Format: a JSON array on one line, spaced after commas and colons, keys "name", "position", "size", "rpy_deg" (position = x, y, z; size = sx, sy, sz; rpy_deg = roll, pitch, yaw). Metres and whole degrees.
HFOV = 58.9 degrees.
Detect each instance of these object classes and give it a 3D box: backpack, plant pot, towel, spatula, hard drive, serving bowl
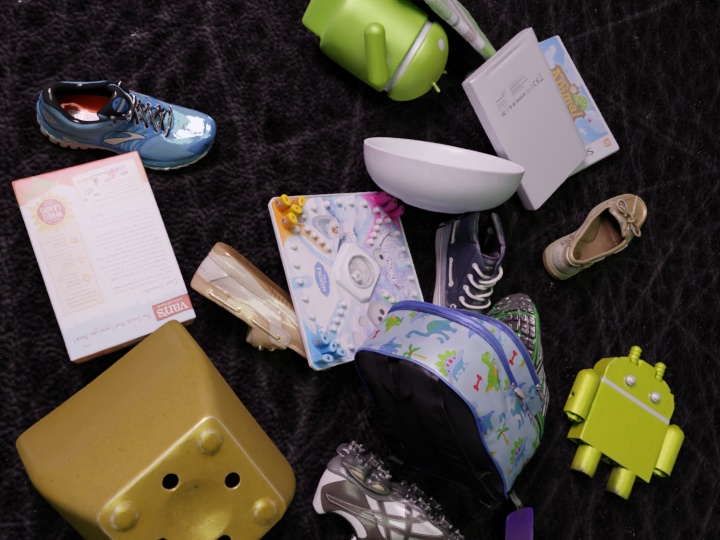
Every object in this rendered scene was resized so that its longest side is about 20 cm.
[{"name": "backpack", "position": [0.095, 0.125, 0.698], "size": [0.147, 0.182, 0.201], "rpy_deg": [-48, 127, -30]}, {"name": "plant pot", "position": [-0.172, 0.188, 0.592], "size": [0.195, 0.200, 0.195], "rpy_deg": [-40, 110, -21]}, {"name": "towel", "position": [0.096, -0.357, 0.843], "size": [0.199, 0.031, 0.150], "rpy_deg": [27, 34, -36]}, {"name": "spatula", "position": [0.188, 0.263, 0.812], "size": [0.056, 0.020, 0.202], "rpy_deg": [2, 73, -39]}, {"name": "hard drive", "position": [0.228, -0.202, 0.864], "size": [0.132, 0.027, 0.201], "rpy_deg": [-43, 115, -20]}, {"name": "serving bowl", "position": [0.098, -0.114, 0.791], "size": [0.198, 0.200, 0.066], "rpy_deg": [3, 109, -17]}]

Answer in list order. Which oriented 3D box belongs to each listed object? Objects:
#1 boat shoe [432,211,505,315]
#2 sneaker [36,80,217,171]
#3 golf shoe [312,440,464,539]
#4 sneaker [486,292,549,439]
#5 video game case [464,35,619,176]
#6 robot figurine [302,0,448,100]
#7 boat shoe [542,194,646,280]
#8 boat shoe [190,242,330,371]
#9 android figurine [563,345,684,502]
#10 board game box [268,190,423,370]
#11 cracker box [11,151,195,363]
[{"name": "boat shoe", "position": [0.141, 0.020, 0.810], "size": [0.074, 0.093, 0.202], "rpy_deg": [0, 78, -22]}, {"name": "sneaker", "position": [-0.262, -0.168, 0.722], "size": [0.198, 0.090, 0.079], "rpy_deg": [4, 77, -18]}, {"name": "golf shoe", "position": [0.034, 0.289, 0.740], "size": [0.200, 0.078, 0.095], "rpy_deg": [38, 87, -5]}, {"name": "sneaker", "position": [0.194, 0.128, 0.797], "size": [0.085, 0.078, 0.202], "rpy_deg": [-5, 99, -51]}, {"name": "video game case", "position": [0.272, -0.232, 0.946], "size": [0.181, 0.022, 0.201], "rpy_deg": [-27, 88, -21]}, {"name": "robot figurine", "position": [0.028, -0.302, 0.831], "size": [0.199, 0.116, 0.176], "rpy_deg": [32, 39, -9]}, {"name": "boat shoe", "position": [0.350, -0.051, 0.911], "size": [0.199, 0.063, 0.074], "rpy_deg": [-35, 90, -22]}, {"name": "boat shoe", "position": [-0.110, 0.056, 0.741], "size": [0.200, 0.074, 0.069], "rpy_deg": [43, 92, -14]}, {"name": "android figurine", "position": [0.362, 0.203, 0.874], "size": [0.181, 0.041, 0.201], "rpy_deg": [34, 72, -8]}, {"name": "board game box", "position": [0.000, 0.000, 0.768], "size": [0.199, 0.026, 0.202], "rpy_deg": [-9, 80, -41]}, {"name": "cracker box", "position": [-0.278, -0.015, 0.702], "size": [0.133, 0.058, 0.201], "rpy_deg": [-19, 84, -21]}]
